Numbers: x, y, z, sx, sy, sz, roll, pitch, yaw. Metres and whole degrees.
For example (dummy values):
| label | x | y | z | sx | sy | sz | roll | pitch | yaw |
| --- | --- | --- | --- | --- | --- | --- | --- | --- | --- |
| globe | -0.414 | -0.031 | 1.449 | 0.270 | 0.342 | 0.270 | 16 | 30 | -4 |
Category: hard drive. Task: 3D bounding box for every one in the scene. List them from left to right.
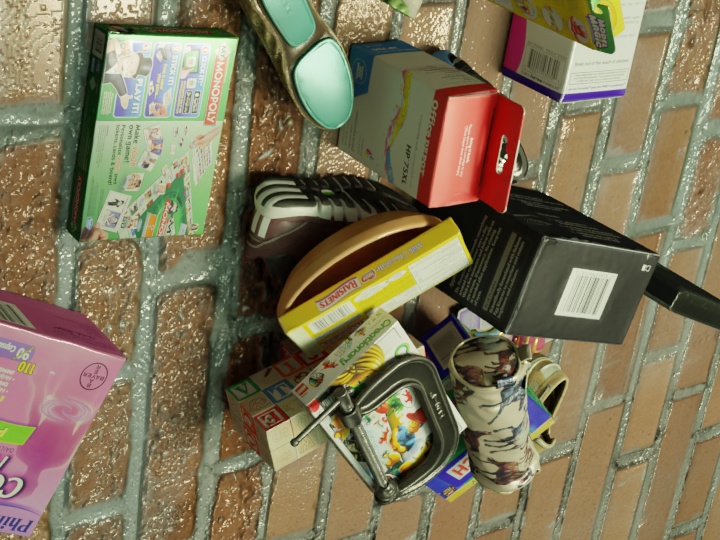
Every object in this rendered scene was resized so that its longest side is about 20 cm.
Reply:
| label | x | y | z | sx | sy | sz | roll | pitch | yaw |
| --- | --- | --- | --- | --- | --- | --- | --- | --- | --- |
| hard drive | 0.346 | 0.005 | 1.667 | 0.140 | 0.200 | 0.033 | 18 | 103 | -44 |

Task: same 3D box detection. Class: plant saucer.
| label | x | y | z | sx | sy | sz | roll | pitch | yaw |
| --- | --- | --- | --- | --- | --- | --- | --- | --- | --- |
| plant saucer | 0.000 | 0.000 | 1.423 | 0.200 | 0.037 | 0.200 | -25 | 158 | -11 |

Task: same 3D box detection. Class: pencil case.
| label | x | y | z | sx | sy | sz | roll | pitch | yaw |
| --- | --- | --- | --- | --- | --- | --- | --- | --- | --- |
| pencil case | 0.155 | 0.162 | 1.541 | 0.089 | 0.078 | 0.200 | -2 | 134 | 13 |

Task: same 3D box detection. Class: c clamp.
| label | x | y | z | sx | sy | sz | roll | pitch | yaw |
| --- | --- | --- | --- | --- | --- | --- | --- | --- | --- |
| c clamp | 0.024 | 0.172 | 1.421 | 0.171 | 0.027 | 0.200 | -44 | 133 | -16 |

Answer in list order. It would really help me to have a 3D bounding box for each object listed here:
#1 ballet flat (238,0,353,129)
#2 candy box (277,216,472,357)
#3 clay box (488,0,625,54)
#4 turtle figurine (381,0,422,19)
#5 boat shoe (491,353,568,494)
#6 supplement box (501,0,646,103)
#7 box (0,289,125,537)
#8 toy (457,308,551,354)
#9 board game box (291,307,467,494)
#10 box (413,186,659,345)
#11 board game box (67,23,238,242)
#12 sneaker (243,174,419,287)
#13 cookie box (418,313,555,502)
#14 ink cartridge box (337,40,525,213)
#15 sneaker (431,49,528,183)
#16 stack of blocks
| label | x | y | z | sx | sy | sz | roll | pitch | yaw |
| --- | --- | --- | --- | --- | --- | --- | --- | --- | --- |
| ballet flat | -0.062 | -0.218 | 1.299 | 0.071 | 0.065 | 0.200 | -38 | 136 | -14 |
| candy box | 0.018 | 0.019 | 1.402 | 0.200 | 0.026 | 0.102 | -30 | 162 | 1 |
| clay box | 0.189 | -0.296 | 1.360 | 0.048 | 0.200 | 0.115 | -35 | 133 | -18 |
| turtle figurine | 0.050 | -0.343 | 1.265 | 0.144 | 0.200 | 0.194 | 30 | 100 | -11 |
| boat shoe | 0.215 | 0.210 | 1.771 | 0.072 | 0.076 | 0.200 | -5 | 118 | -37 |
| supplement box | 0.235 | -0.292 | 1.470 | 0.103 | 0.101 | 0.200 | -11 | 122 | -35 |
| box | -0.345 | 0.123 | 1.251 | 0.176 | 0.097 | 0.200 | 23 | 100 | -45 |
| toy | 0.204 | 0.070 | 1.698 | 0.200 | 0.047 | 0.115 | -21 | 128 | -28 |
| board game box | 0.023 | 0.145 | 1.443 | 0.126 | 0.035 | 0.200 | -43 | 134 | -9 |
| box | 0.182 | -0.014 | 1.522 | 0.197 | 0.200 | 0.117 | 8 | 109 | -41 |
| board game box | -0.192 | -0.125 | 1.275 | 0.135 | 0.029 | 0.200 | -5 | 118 | -38 |
| sneaker | -0.039 | -0.036 | 1.435 | 0.200 | 0.076 | 0.116 | 4 | 124 | -36 |
| cookie box | 0.108 | 0.167 | 1.632 | 0.171 | 0.075 | 0.200 | -40 | 136 | 9 |
| ink cartridge box | 0.066 | -0.140 | 1.353 | 0.067 | 0.200 | 0.116 | -11 | 121 | -35 |
| sneaker | 0.129 | -0.152 | 1.480 | 0.071 | 0.083 | 0.200 | -46 | 135 | -7 |
| stack of blocks | -0.041 | 0.119 | 1.482 | 0.200 | 0.115 | 0.059 | -27 | 129 | -23 |
